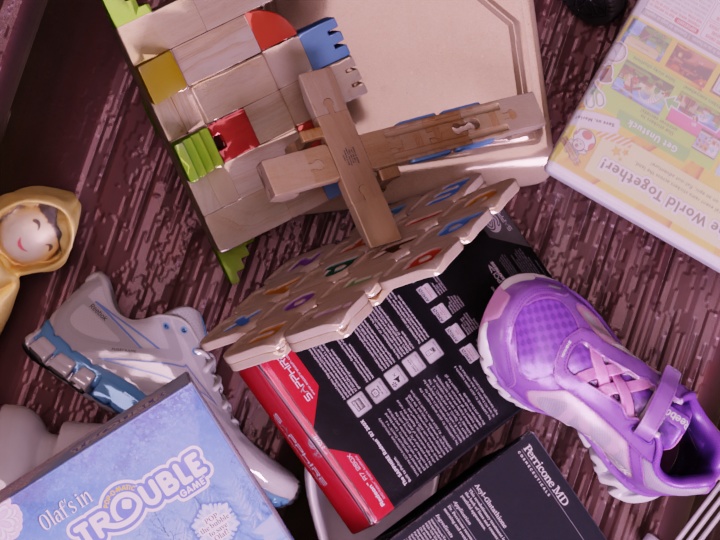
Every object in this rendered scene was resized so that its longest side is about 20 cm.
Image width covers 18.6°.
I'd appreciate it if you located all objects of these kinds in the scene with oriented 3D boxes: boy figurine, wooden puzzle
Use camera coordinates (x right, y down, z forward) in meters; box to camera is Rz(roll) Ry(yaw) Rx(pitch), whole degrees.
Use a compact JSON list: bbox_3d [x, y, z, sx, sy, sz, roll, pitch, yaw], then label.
[{"bbox_3d":[-0.264,0.007,1.390,0.199,0.064,0.125,-22,103,-10],"label":"boy figurine"},{"bbox_3d":[0.023,-0.145,1.423,0.184,0.037,0.201,-7,91,1],"label":"wooden puzzle"}]

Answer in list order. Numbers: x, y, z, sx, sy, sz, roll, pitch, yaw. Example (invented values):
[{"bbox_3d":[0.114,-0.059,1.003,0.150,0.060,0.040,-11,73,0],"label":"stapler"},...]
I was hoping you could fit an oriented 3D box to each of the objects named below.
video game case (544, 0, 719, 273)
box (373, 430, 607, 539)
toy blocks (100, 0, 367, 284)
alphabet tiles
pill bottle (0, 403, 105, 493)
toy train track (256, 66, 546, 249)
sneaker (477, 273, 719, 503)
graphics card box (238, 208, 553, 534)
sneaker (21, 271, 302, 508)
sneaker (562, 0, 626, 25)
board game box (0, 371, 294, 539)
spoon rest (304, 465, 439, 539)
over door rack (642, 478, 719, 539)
[{"bbox_3d":[0.244,-0.092,1.372,0.199,0.023,0.183,30,87,3],"label":"video game case"},{"bbox_3d":[0.099,0.223,1.341,0.141,0.079,0.201,-33,87,-29],"label":"box"},{"bbox_3d":[-0.060,-0.110,1.366,0.136,0.100,0.201,-26,101,-7],"label":"toy blocks"},{"bbox_3d":[0.000,0.000,1.327,0.195,0.200,0.015,-20,105,37],"label":"alphabet tiles"},{"bbox_3d":[-0.254,0.136,1.364,0.198,0.110,0.110,2,86,0],"label":"pill bottle"},{"bbox_3d":[0.023,-0.073,1.347,0.199,0.033,0.115,-16,78,-29],"label":"toy train track"},{"bbox_3d":[0.155,0.074,1.333,0.200,0.088,0.081,42,74,-29],"label":"sneaker"},{"bbox_3d":[0.038,0.055,1.360,0.200,0.051,0.126,-36,88,-25],"label":"graphics card box"},{"bbox_3d":[-0.111,0.072,1.388,0.200,0.075,0.087,36,81,3],"label":"sneaker"},{"bbox_3d":[0.146,-0.268,1.410,0.104,0.060,0.201,-38,110,-29],"label":"sneaker"},{"bbox_3d":[-0.133,0.198,1.305,0.199,0.043,0.200,-33,99,-2],"label":"board game box"},{"bbox_3d":[-0.005,0.172,1.377,0.099,0.061,0.201,17,89,-32],"label":"spoon rest"},{"bbox_3d":[0.295,0.179,1.368,0.200,0.067,0.148,37,87,24],"label":"over door rack"}]
